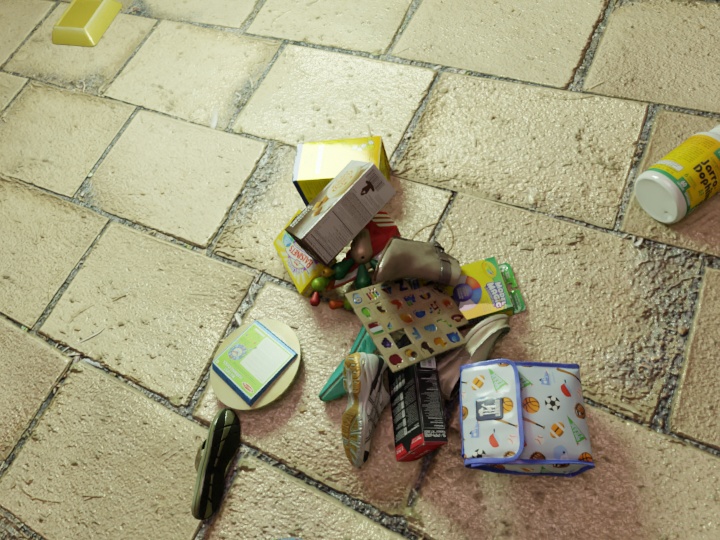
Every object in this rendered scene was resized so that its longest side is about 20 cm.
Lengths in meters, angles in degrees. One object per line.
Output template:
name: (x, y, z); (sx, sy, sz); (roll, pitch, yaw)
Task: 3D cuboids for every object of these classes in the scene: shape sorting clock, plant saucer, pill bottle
shape sorting clock: (-0.213, 0.189, 1.160); (0.197, 0.039, 0.202); (-8, 50, 10)
plant saucer: (-0.923, -0.841, 1.901); (0.197, 0.049, 0.202); (12, 67, 20)
pill bottle: (0.634, -0.189, 1.081); (0.199, 0.113, 0.113); (-35, 59, -5)

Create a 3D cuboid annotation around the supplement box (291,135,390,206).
supplement box: (-0.040, -0.220, 1.289); (0.196, 0.109, 0.111); (-1, 62, 14)

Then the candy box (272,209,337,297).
candy box: (-0.123, -0.040, 1.217); (0.103, 0.026, 0.201); (-51, 41, 13)

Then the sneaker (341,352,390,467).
sneaker: (0.017, 0.251, 1.031); (0.075, 0.086, 0.204); (5, 92, 58)

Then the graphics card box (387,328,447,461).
graphics card box: (0.095, 0.220, 1.008); (0.050, 0.126, 0.203); (4, 59, -18)

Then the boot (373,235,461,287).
boot: (0.112, -0.007, 1.048); (0.144, 0.071, 0.200); (23, 30, 6)

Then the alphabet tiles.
alphabet tiles: (0.093, 0.082, 1.015); (0.198, 0.008, 0.168); (-14, 56, -32)

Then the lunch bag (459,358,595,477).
lunch bag: (0.261, 0.240, 0.932); (0.196, 0.124, 0.172); (4, 60, 0)

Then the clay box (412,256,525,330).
clay box: (0.210, 0.049, 1.112); (0.197, 0.048, 0.116); (-18, 60, 7)

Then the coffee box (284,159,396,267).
coffee box: (-0.041, -0.115, 1.111); (0.200, 0.080, 0.114); (-46, 25, -6)

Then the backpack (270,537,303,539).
backpack: (-0.157, 0.528, 0.913); (0.197, 0.135, 0.185); (-17, 60, 3)

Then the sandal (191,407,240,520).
sandal: (-0.285, 0.357, 1.074); (0.057, 0.080, 0.204); (-1, 62, 31)

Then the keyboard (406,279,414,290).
keyboard: (0.105, 0.102, 1.113); (0.011, 0.056, 0.203); (5, 55, -28)

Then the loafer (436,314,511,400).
loafer: (0.205, 0.162, 1.042); (0.200, 0.076, 0.068); (-43, 61, 2)

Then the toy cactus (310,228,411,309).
toy cactus: (0.000, 0.000, 1.106); (0.196, 0.102, 0.168); (-3, 76, 2)

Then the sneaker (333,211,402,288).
sneaker: (-0.012, -0.052, 1.184); (0.199, 0.078, 0.117); (-33, 95, -17)

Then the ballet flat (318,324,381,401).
ballet flat: (-0.003, 0.180, 1.086); (0.070, 0.067, 0.202); (32, 93, -4)
